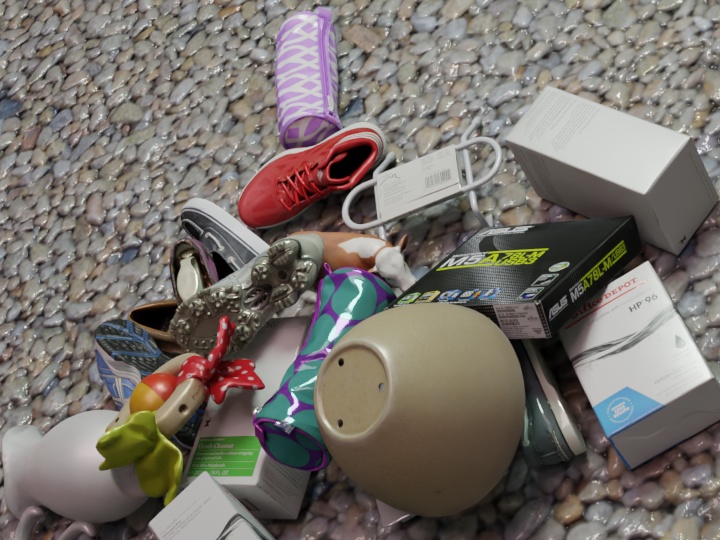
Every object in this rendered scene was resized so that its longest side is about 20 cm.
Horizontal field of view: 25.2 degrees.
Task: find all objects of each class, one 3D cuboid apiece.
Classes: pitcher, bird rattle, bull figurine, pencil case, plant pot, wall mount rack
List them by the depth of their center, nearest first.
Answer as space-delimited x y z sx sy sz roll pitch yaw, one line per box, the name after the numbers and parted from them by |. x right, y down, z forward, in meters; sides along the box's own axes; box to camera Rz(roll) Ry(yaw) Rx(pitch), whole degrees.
0.033 0.120 1.487 0.199 0.134 0.203 -12 72 38 | plant pot
-0.036 0.096 1.630 0.092 0.085 0.201 25 62 3 | pencil case
-0.199 0.132 1.666 0.201 0.112 0.163 -58 26 -14 | bird rattle
0.000 0.000 1.753 0.198 0.122 0.066 13 65 39 | bull figurine
-0.316 0.246 1.793 0.198 0.121 0.174 -12 71 39 | pitcher
0.078 -0.103 1.821 0.198 0.075 0.175 -20 52 20 | wall mount rack
-0.063 -0.231 1.998 0.086 0.083 0.202 -51 34 41 | pencil case

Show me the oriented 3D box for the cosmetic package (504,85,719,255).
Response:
0.259 -0.105 1.672 0.199 0.108 0.085 27 71 42 | cosmetic package

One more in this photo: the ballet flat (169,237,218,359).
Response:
-0.176 0.057 1.802 0.068 0.071 0.202 -20 78 10 | ballet flat

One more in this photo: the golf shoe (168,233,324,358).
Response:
-0.114 0.026 1.724 0.199 0.079 0.097 -30 7 25 | golf shoe

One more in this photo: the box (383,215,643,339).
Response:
0.153 0.009 1.618 0.198 0.048 0.193 -4 26 43 | box

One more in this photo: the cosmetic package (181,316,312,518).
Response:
-0.101 0.156 1.716 0.107 0.085 0.202 -7 54 34 | cosmetic package

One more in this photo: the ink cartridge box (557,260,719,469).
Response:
0.261 0.075 1.558 0.115 0.068 0.201 -31 45 9 | ink cartridge box

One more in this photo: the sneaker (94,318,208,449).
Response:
-0.234 0.140 1.847 0.075 0.078 0.200 -20 50 -36 | sneaker

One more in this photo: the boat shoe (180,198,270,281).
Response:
-0.164 -0.019 1.912 0.068 0.072 0.199 -40 50 -19 | boat shoe

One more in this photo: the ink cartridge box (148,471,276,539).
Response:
-0.103 0.309 1.565 0.084 0.145 0.200 -42 45 -4 | ink cartridge box

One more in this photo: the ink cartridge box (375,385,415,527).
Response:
0.062 0.169 1.619 0.115 0.067 0.201 -28 46 14 | ink cartridge box

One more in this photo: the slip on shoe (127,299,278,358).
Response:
-0.184 0.064 1.869 0.198 0.061 0.077 2 58 35 | slip on shoe

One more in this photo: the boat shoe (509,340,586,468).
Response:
0.159 0.112 1.596 0.061 0.073 0.201 -31 46 9 | boat shoe

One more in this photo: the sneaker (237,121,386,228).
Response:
-0.064 -0.110 1.878 0.199 0.079 0.116 -33 4 8 | sneaker
